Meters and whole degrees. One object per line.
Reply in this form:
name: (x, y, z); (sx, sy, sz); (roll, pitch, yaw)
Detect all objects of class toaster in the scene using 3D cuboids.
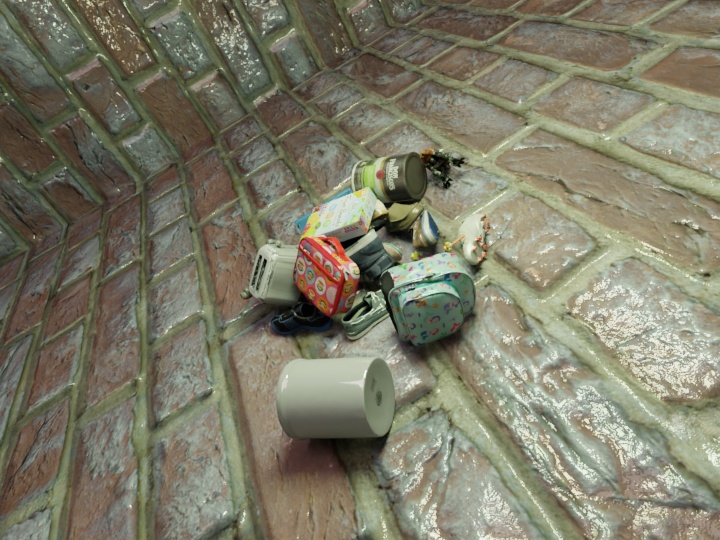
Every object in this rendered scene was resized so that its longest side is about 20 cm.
toaster: (-0.228, 0.018, 1.517); (0.114, 0.128, 0.201); (35, 111, 52)

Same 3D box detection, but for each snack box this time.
snack box: (-0.060, -0.138, 1.489); (0.199, 0.053, 0.143); (-16, 41, 31)

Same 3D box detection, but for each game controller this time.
game controller: (-0.016, -0.081, 1.529); (0.199, 0.042, 0.104); (-33, -10, 33)

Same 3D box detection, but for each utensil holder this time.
utensil holder: (-0.047, 0.266, 1.133); (0.199, 0.171, 0.171); (-7, 41, 25)

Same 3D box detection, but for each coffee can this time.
coffee can: (0.092, -0.289, 1.728); (0.199, 0.147, 0.147); (-2, 44, 35)

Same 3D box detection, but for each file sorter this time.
file sorter: (-0.071, -0.125, 1.651); (0.199, 0.139, 0.123); (-32, 36, -2)

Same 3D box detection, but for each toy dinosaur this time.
toy dinosaur: (0.233, -0.330, 1.676); (0.136, 0.103, 0.199); (40, 39, 26)

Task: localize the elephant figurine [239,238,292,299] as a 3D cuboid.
elephant figurine: (-0.260, 0.018, 1.636); (0.141, 0.154, 0.201); (151, 139, -75)

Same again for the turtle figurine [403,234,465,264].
turtle figurine: (0.184, -0.009, 1.385); (0.161, 0.064, 0.201); (14, 69, 57)

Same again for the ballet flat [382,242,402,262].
ballet flat: (0.045, -0.043, 1.537); (0.067, 0.068, 0.200); (-45, 27, -13)

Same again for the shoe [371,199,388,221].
shoe: (-0.013, -0.133, 1.561); (0.199, 0.054, 0.070); (-31, -10, 12)

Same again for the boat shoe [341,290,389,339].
boat shoe: (0.033, 0.089, 1.378); (0.200, 0.062, 0.073); (-41, 36, -14)

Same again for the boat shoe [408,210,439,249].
boat shoe: (0.168, -0.110, 1.484); (0.072, 0.072, 0.200); (-31, 9, 16)

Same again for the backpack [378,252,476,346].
backpack: (0.161, 0.061, 1.223); (0.199, 0.178, 0.151); (-22, 38, -5)

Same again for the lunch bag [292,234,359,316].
lunch bag: (-0.086, 0.001, 1.388); (0.082, 0.177, 0.200); (-8, 36, -40)

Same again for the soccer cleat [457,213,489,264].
soccer cleat: (0.284, -0.076, 1.400); (0.077, 0.070, 0.200); (-14, 31, 30)

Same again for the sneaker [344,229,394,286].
sneaker: (0.000, 0.000, 1.460); (0.202, 0.146, 0.077); (-32, 12, 32)

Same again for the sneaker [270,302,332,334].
sneaker: (-0.172, 0.123, 1.473); (0.199, 0.078, 0.070); (-7, 41, 29)

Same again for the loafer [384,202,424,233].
loafer: (0.110, -0.156, 1.560); (0.076, 0.067, 0.200); (-51, 13, -24)
